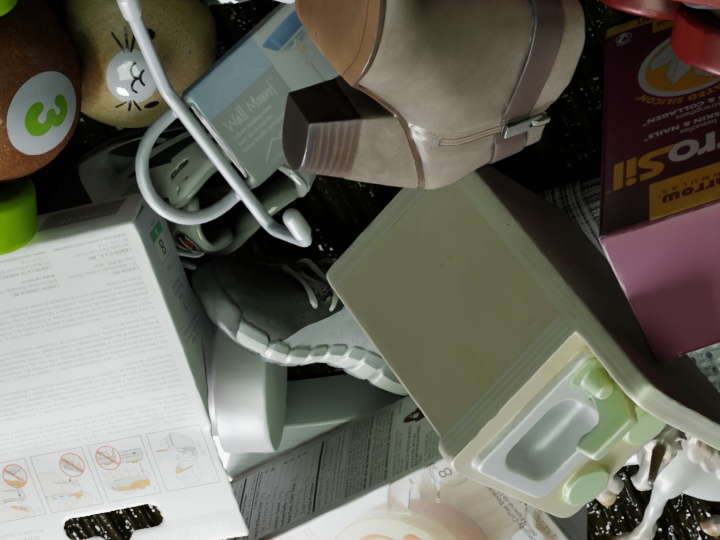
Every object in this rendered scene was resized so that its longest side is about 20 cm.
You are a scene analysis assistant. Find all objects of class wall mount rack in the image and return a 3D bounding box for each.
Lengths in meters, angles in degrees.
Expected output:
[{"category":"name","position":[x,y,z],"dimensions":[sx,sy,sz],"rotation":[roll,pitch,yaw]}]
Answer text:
[{"category":"wall mount rack","position":[-0.042,-0.117,1.213],"dimensions":[0.200,0.075,0.174],"rotation":[-44,115,-14]}]

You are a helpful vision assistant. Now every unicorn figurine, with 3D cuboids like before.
[{"category":"unicorn figurine","position":[0.204,0.126,1.417],"dimensions":[0.199,0.074,0.137],"rotation":[-2,144,-32]}]

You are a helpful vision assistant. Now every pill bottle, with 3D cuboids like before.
[{"category":"pill bottle","position":[-0.148,0.061,1.400],"dimensions":[0.199,0.110,0.110],"rotation":[0,127,7]}]

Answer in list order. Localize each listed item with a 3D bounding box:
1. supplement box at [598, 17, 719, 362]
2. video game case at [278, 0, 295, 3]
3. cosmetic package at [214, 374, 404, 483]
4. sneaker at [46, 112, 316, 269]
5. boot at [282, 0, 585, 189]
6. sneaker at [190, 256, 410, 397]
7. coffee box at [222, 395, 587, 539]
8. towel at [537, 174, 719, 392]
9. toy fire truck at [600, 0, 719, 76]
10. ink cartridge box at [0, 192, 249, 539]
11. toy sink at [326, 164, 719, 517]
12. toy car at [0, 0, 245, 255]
[{"category":"supplement box","position":[0.189,-0.058,1.213],"dimensions":[0.110,0.200,0.086],"rotation":[-18,123,19]},{"category":"video game case","position":[-0.093,-0.249,1.136],"dimensions":[0.181,0.023,0.201],"rotation":[15,85,-5]},{"category":"cosmetic package","position":[-0.004,0.137,1.478],"dimensions":[0.199,0.052,0.151],"rotation":[-7,124,11]},{"category":"sneaker","position":[-0.106,-0.039,1.336],"dimensions":[0.200,0.089,0.074],"rotation":[-27,121,26]},{"category":"boot","position":[0.043,-0.116,1.140],"dimensions":[0.146,0.070,0.200],"rotation":[-12,147,-24]},{"category":"sneaker","position":[0.000,0.000,1.341],"dimensions":[0.116,0.075,0.200],"rotation":[-47,144,20]},{"category":"coffee box","position":[0.022,0.151,1.404],"dimensions":[0.200,0.080,0.114],"rotation":[-28,119,23]},{"category":"towel","position":[0.202,0.016,1.373],"dimensions":[0.192,0.035,0.200],"rotation":[-17,124,18]},{"category":"toy fire truck","position":[0.129,-0.166,1.133],"dimensions":[0.167,0.200,0.113],"rotation":[-3,117,-25]},{"category":"ink cartridge box","position":[-0.159,0.066,1.320],"dimensions":[0.160,0.050,0.201],"rotation":[-12,114,18]},{"category":"toy sink","position":[0.093,0.051,1.246],"dimensions":[0.112,0.200,0.130],"rotation":[-47,143,13]},{"category":"toy car","position":[-0.131,-0.114,1.254],"dimensions":[0.199,0.158,0.165],"rotation":[-3,120,-5]}]
